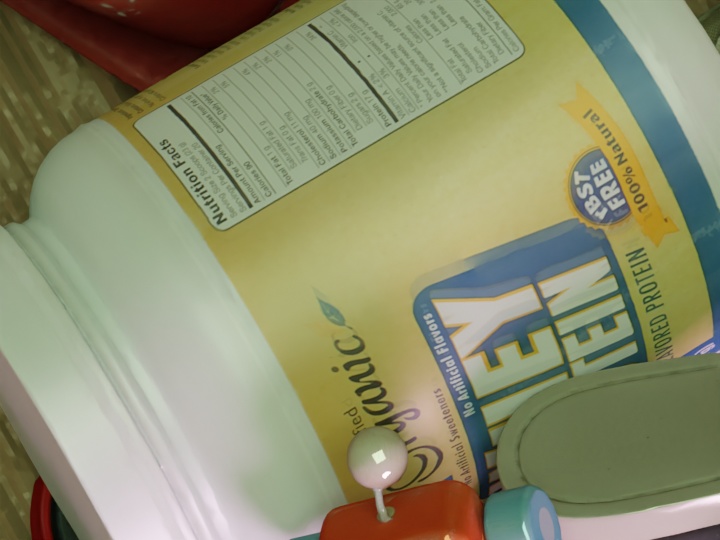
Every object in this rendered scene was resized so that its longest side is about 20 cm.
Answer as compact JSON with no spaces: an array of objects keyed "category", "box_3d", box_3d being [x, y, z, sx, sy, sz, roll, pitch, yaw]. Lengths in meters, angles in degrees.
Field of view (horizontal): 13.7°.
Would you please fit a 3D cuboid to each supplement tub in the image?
[{"category":"supplement tub","box_3d":[0.000,0.000,0.815,0.200,0.145,0.145,-31,85,-11]}]

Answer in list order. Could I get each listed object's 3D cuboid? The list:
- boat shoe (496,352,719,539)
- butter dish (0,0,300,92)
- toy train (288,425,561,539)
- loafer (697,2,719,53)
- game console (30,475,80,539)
[{"category":"boat shoe","box_3d":[0.137,0.056,0.758,0.199,0.063,0.073,-5,42,8]},{"category":"butter dish","box_3d":[-0.078,-0.157,0.826,0.200,0.148,0.200,34,108,12]},{"category":"toy train","box_3d":[0.085,0.095,0.717,0.199,0.150,0.056,-11,38,20]},{"category":"loafer","box_3d":[0.192,-0.074,0.907,0.199,0.068,0.076,-11,75,-9]},{"category":"game console","box_3d":[0.010,0.033,0.901,0.176,0.031,0.200,23,80,-5]}]
